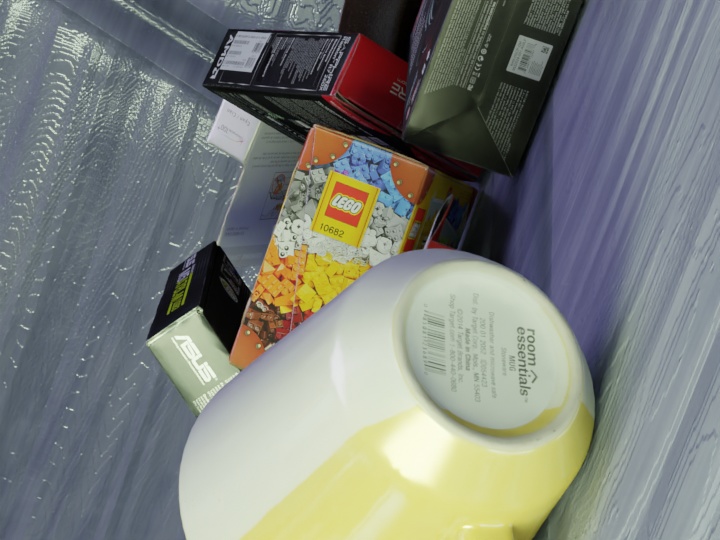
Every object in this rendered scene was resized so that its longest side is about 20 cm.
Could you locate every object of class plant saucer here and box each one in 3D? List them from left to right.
[{"bbox_3d":[0.042,-0.173,1.700,0.200,0.036,0.202,-42,-42,-52],"label":"plant saucer"}]

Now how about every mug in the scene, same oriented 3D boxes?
[{"bbox_3d":[0.032,0.082,0.911,0.149,0.187,0.153,-34,-11,-38],"label":"mug"}]

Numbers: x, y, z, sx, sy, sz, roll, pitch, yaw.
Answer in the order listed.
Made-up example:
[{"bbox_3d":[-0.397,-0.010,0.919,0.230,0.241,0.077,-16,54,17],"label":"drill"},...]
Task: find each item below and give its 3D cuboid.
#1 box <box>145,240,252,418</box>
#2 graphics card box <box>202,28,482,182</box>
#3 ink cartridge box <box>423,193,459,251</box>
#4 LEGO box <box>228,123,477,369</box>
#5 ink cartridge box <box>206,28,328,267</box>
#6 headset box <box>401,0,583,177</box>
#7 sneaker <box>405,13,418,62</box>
[{"bbox_3d":[-0.059,0.091,1.426,0.047,0.201,0.193,-32,10,4],"label":"box"},{"bbox_3d":[-0.009,-0.113,1.514,0.200,0.125,0.051,10,74,61],"label":"graphics card box"},{"bbox_3d":[0.036,0.050,1.234,0.200,0.050,0.110,-64,-5,-61],"label":"ink cartridge box"},{"bbox_3d":[0.000,0.000,1.379,0.200,0.077,0.150,7,-76,-79],"label":"LEGO box"},{"bbox_3d":[-0.045,-0.093,1.713,0.199,0.045,0.177,-6,-58,-59],"label":"ink cartridge box"},{"bbox_3d":[0.085,-0.170,1.368,0.200,0.077,0.150,-85,14,-63],"label":"headset box"},{"bbox_3d":[0.090,-0.215,1.614,0.083,0.071,0.202,-160,82,-73],"label":"sneaker"}]
